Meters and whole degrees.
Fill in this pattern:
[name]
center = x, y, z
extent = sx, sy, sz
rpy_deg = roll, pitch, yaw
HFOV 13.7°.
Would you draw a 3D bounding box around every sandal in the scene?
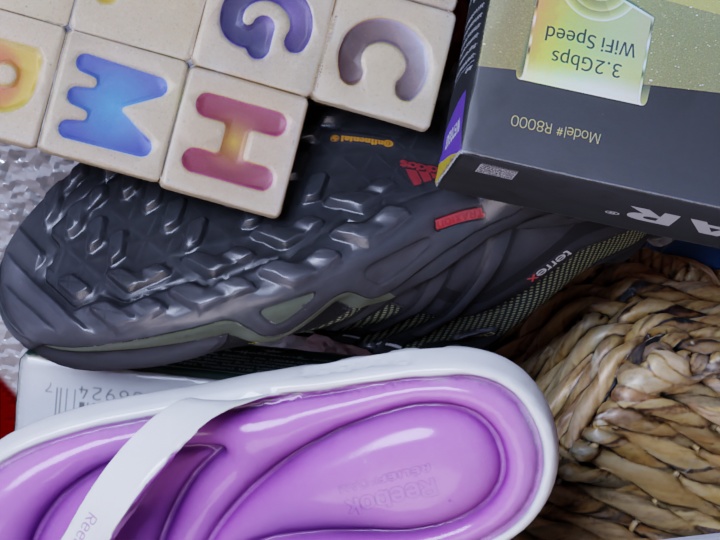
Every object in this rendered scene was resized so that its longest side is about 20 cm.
[sandal]
center = -0.045, 0.071, 0.810
extent = 0.202, 0.050, 0.083
rpy_deg = -23, 102, 6

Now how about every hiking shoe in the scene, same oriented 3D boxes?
[hiking shoe]
center = 0.000, 0.000, 0.840
extent = 0.199, 0.076, 0.101
rpy_deg = -15, 141, -5

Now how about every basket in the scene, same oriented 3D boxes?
[basket]
center = 0.115, 0.071, 0.973
extent = 0.200, 0.149, 0.143
rpy_deg = 31, 102, -24

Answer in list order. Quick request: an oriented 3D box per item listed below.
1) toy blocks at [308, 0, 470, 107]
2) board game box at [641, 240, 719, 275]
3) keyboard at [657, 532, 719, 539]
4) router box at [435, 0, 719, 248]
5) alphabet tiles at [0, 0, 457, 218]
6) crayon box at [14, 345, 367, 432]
[toy blocks]
center = 0.003, -0.054, 0.900
extent = 0.136, 0.100, 0.200
rpy_deg = -1, 140, -7
[board game box]
center = 0.185, 0.013, 0.972
extent = 0.200, 0.040, 0.153
rpy_deg = 21, 138, -14
[keyboard]
center = 0.051, 0.101, 0.841
extent = 0.199, 0.011, 0.056
rpy_deg = -3, 133, -27
[router box]
center = 0.131, -0.081, 0.783
extent = 0.199, 0.158, 0.052
rpy_deg = 11, 171, -5
[alphabet tiles]
center = -0.065, -0.111, 0.790
extent = 0.199, 0.167, 0.006
rpy_deg = 16, 170, -9
[crayon box]
center = -0.042, 0.123, 0.873
extent = 0.125, 0.052, 0.201
rpy_deg = 6, 100, 2
